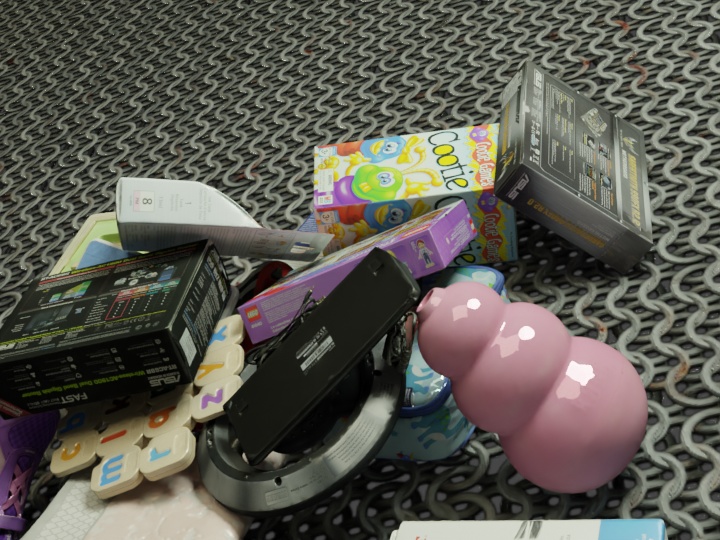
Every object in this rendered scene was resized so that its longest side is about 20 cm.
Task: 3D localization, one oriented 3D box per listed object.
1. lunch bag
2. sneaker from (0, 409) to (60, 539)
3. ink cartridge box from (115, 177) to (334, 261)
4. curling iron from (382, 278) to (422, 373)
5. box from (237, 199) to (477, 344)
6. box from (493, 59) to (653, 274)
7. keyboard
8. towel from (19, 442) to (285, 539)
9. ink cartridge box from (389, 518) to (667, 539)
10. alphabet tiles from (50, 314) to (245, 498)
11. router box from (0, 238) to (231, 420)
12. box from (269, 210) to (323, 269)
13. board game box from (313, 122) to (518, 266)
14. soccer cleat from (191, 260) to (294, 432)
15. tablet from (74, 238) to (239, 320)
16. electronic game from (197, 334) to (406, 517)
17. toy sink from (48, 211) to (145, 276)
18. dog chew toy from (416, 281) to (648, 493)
[{"bbox_3d":[0.045,0.081,1.100,0.159,0.083,0.201,-1,38,34],"label":"lunch bag"},{"bbox_3d":[-0.335,0.209,1.109,0.088,0.080,0.201,34,89,39],"label":"sneaker"},{"bbox_3d":[-0.134,-0.047,1.157,0.197,0.058,0.163,-1,-8,-10],"label":"ink cartridge box"},{"bbox_3d":[0.043,0.034,1.031,0.025,0.050,0.200,12,18,5],"label":"curling iron"},{"bbox_3d":[0.000,0.000,1.102,0.198,0.039,0.137,-22,6,22],"label":"box"},{"bbox_3d":[0.213,-0.108,1.202,0.048,0.157,0.201,-50,18,37],"label":"box"},{"bbox_3d":[-0.029,0.066,0.982,0.200,0.040,0.104,-45,42,11],"label":"keyboard"},{"bbox_3d":[-0.179,0.203,1.033,0.188,0.033,0.200,-1,22,14],"label":"towel"},{"bbox_3d":[0.112,0.253,0.826,0.198,0.086,0.147,-6,37,23],"label":"ink cartridge box"},{"bbox_3d":[-0.189,0.114,1.086,0.194,0.015,0.201,-22,37,13],"label":"alphabet tiles"},{"bbox_3d":[-0.230,0.052,1.093,0.198,0.063,0.150,-12,30,16],"label":"router box"},{"bbox_3d":[-0.032,-0.017,1.314,0.120,0.033,0.200,9,47,37],"label":"box"},{"bbox_3d":[0.057,-0.070,1.238,0.197,0.104,0.106,-7,43,4],"label":"board game box"},{"bbox_3d":[-0.130,0.075,1.207,0.085,0.069,0.201,-2,52,58],"label":"soccer cleat"},{"bbox_3d":[-0.222,0.050,1.189,0.198,0.014,0.131,17,76,30],"label":"tablet"},{"bbox_3d":[-0.052,0.120,1.015,0.198,0.042,0.201,-22,37,18],"label":"electronic game"},{"bbox_3d":[-0.264,0.031,1.307,0.129,0.113,0.201,-4,39,24],"label":"toy sink"},{"bbox_3d":[0.128,0.083,0.945,0.125,0.199,0.125,-51,8,9],"label":"dog chew toy"}]
